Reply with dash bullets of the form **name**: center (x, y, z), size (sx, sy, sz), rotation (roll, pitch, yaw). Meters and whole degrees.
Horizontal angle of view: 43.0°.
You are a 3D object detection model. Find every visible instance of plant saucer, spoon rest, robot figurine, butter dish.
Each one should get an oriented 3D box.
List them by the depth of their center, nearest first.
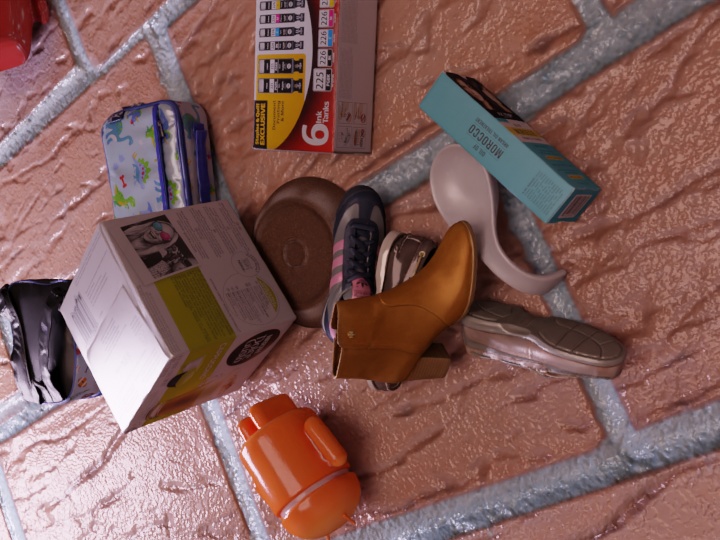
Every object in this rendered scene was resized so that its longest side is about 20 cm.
- **spoon rest**: center (0.142, -0.055, 1.014), size (0.200, 0.061, 0.099), rotation (53, 140, 17)
- **robot figurine**: center (-0.078, 0.258, 1.175), size (0.144, 0.117, 0.200), rotation (-38, 70, 3)
- **plant saucer**: center (-0.077, -0.022, 1.194), size (0.200, 0.037, 0.201), rotation (4, 96, 36)
- **butter dish**: center (-0.570, -0.405, 1.446), size (0.200, 0.147, 0.200), rotation (156, 102, -76)

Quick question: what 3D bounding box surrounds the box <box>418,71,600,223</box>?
- **box**: center (0.160, -0.134, 0.987), size (0.200, 0.082, 0.049), rotation (47, 117, 22)

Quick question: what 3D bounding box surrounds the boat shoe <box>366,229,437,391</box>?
- **boat shoe**: center (0.050, 0.055, 1.092), size (0.059, 0.072, 0.201), rotation (14, 103, 28)

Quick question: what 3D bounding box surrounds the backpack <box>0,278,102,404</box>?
- **backpack**: center (-0.454, 0.109, 1.404), size (0.200, 0.154, 0.191), rotation (-1, 86, 41)

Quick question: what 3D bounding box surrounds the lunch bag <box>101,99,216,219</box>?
- **lunch bag**: center (-0.284, -0.140, 1.302), size (0.160, 0.082, 0.201), rotation (-3, 94, 33)

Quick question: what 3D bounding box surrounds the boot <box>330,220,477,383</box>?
- **boot**: center (0.043, 0.036, 1.013), size (0.071, 0.144, 0.202), rotation (-126, 44, -63)

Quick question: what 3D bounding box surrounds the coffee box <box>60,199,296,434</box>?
- **coffee box**: center (-0.241, 0.056, 1.198), size (0.200, 0.197, 0.200), rotation (57, 135, 18)

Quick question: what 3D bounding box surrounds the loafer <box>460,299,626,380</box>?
- **loafer**: center (0.197, 0.086, 1.000), size (0.200, 0.072, 0.063), rotation (18, 122, 39)

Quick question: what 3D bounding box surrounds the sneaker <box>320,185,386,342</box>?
- **sneaker**: center (0.000, 0.000, 1.102), size (0.082, 0.070, 0.201), rotation (-136, 51, -71)

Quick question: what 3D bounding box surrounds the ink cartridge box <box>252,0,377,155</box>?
- **ink cartridge box**: center (-0.075, -0.248, 1.140), size (0.175, 0.084, 0.201), rotation (8, 100, 35)
